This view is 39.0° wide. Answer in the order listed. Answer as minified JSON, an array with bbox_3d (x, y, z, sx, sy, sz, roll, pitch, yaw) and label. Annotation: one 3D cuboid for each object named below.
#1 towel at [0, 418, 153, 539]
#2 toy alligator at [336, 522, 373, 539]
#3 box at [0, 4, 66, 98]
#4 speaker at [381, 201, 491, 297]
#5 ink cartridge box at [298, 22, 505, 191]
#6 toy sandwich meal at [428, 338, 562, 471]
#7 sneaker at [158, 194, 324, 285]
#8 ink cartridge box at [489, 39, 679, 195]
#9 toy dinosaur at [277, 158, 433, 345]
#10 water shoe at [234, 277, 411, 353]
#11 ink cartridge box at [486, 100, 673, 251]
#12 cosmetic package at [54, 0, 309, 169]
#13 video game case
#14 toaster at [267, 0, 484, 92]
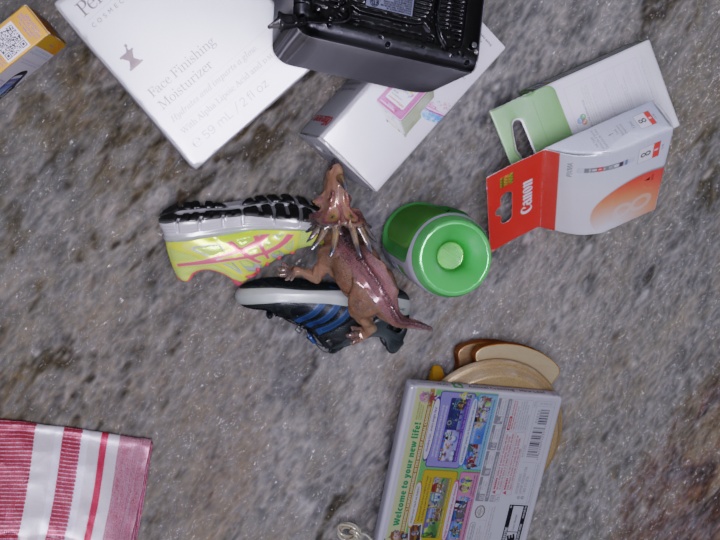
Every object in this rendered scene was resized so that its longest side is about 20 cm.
[{"bbox_3d":[-0.341,0.244,1.131,0.198,0.023,0.145,9,95,-10],"label":"towel"},{"bbox_3d":[0.058,0.336,1.190,0.198,0.060,0.054,17,135,-10],"label":"toy alligator"},{"bbox_3d":[-0.390,-0.183,1.017,0.200,0.119,0.042,-38,101,-3],"label":"box"},{"bbox_3d":[0.076,-0.025,1.067,0.088,0.200,0.089,-1,98,-8],"label":"speaker"},{"bbox_3d":[0.038,-0.186,1.069,0.085,0.145,0.200,43,89,-15],"label":"ink cartridge box"},{"bbox_3d":[0.142,0.175,1.176,0.203,0.070,0.207,-4,109,-12],"label":"toy sandwich meal"},{"bbox_3d":[-0.117,-0.029,1.109,0.198,0.078,0.091,-3,112,-7],"label":"sneaker"},{"bbox_3d":[0.245,-0.172,1.146,0.199,0.059,0.105,-24,100,-5],"label":"ink cartridge box"},{"bbox_3d":[0.000,0.000,1.036,0.200,0.136,0.086,47,64,-1],"label":"toy dinosaur"},{"bbox_3d":[-0.041,0.054,1.126,0.198,0.072,0.080,5,99,-9],"label":"water shoe"},{"bbox_3d":[0.237,-0.085,1.109,0.199,0.163,0.050,-27,61,-6],"label":"ink cartridge box"},{"bbox_3d":[-0.171,-0.230,1.021,0.165,0.165,0.200,-42,101,-3],"label":"cosmetic package"},{"bbox_3d":[0.119,0.222,1.136,0.180,0.022,0.202,6,107,-16],"label":"video game case"},{"bbox_3d":[0.012,-0.269,0.920,0.198,0.119,0.183,8,82,-17],"label":"toaster"}]
